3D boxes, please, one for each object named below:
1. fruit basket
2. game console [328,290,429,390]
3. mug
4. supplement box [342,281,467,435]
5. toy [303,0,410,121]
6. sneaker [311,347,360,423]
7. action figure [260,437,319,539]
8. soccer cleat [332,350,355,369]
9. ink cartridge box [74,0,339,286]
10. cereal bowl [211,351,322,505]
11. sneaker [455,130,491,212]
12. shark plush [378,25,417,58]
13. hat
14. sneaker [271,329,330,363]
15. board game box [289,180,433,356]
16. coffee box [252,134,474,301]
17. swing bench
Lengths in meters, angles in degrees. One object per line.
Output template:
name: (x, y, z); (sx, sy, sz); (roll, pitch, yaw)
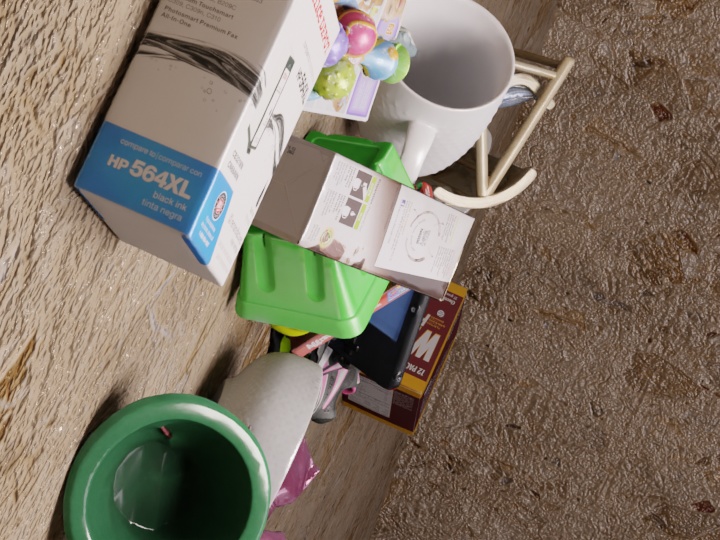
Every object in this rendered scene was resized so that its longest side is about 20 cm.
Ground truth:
fruit basket: (-0.034, -0.006, 1.484); (0.215, 0.154, 0.219); (10, 90, -69)
game console: (0.013, 0.009, 1.727); (0.031, 0.176, 0.202); (3, 113, -40)
mug: (0.062, -0.162, 1.606); (0.176, 0.146, 0.202); (118, -11, -59)
supplement box: (0.070, 0.126, 2.483); (0.201, 0.131, 0.199); (95, 19, -66)
toy: (-0.013, -0.179, 1.247); (0.199, 0.047, 0.117); (-3, 115, -62)
sneaker: (-0.031, 0.108, 1.872); (0.080, 0.086, 0.201); (-20, -152, 50)
action figure: (-0.112, 0.246, 1.620); (0.150, 0.132, 0.201); (101, 11, -51)
soccer cleat: (0.023, 0.024, 1.794); (0.073, 0.068, 0.203); (3, 109, -41)
ink cartridge box: (-0.092, -0.109, 0.981); (0.146, 0.083, 0.202); (72, 42, -77)
cereal bowl: (-0.114, 0.165, 1.481); (0.202, 0.083, 0.200); (-61, -171, 16)
sneaker: (0.175, -0.156, 2.677); (0.202, 0.075, 0.089); (-65, -177, -29)
shark plush: (-0.005, -0.223, 1.336); (0.083, 0.091, 0.200); (-35, 171, -8)
hat: (-0.175, 0.169, 1.261); (0.166, 0.200, 0.176); (-54, -152, -7)
sneaker: (-0.052, 0.050, 1.707); (0.083, 0.070, 0.202); (-63, 176, -69)
board game box: (0.000, 0.000, 1.561); (0.199, 0.019, 0.104); (-33, -132, 31)
coffee box: (-0.011, -0.048, 1.265); (0.199, 0.112, 0.081); (20, 93, -49)
swing bench: (0.133, -0.180, 1.808); (0.199, 0.128, 0.203); (-141, -115, -68)
